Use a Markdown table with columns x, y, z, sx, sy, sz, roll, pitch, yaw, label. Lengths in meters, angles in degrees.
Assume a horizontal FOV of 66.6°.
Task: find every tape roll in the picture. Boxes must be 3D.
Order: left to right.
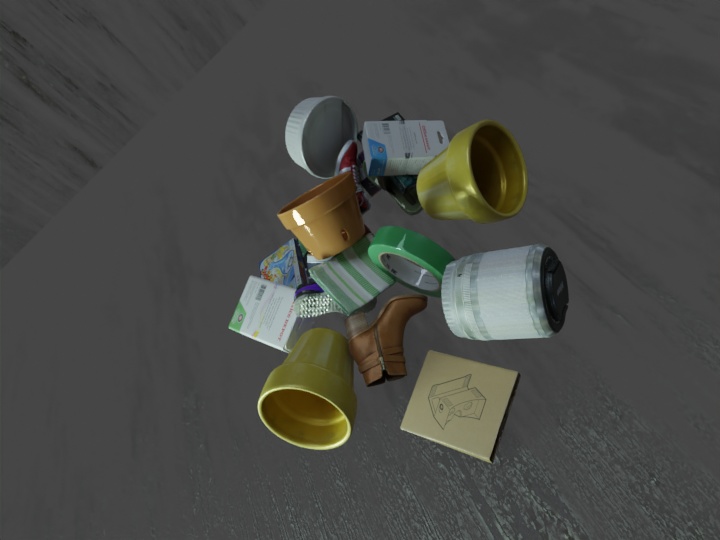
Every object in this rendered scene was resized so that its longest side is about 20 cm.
| x | y | z | sx | sy | sz | roll | pitch | yaw | label |
| --- | --- | --- | --- | --- | --- | --- | --- | --- | --- |
| 0.112 | -0.015 | 1.143 | 0.198 | 0.200 | 0.049 | 13 | 66 | 44 | tape roll |

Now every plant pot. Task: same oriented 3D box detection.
| x | y | z | sx | sy | sz | roll | pitch | yaw | label |
| --- | --- | --- | --- | --- | --- | --- | --- | --- | --- |
| -0.094 | 0.234 | 1.147 | 0.197 | 0.202 | 0.191 | -19 | 33 | 27 | plant pot |
| -0.078 | -0.120 | 1.281 | 0.197 | 0.142 | 0.201 | -26 | 16 | 8 | plant pot |
| 0.230 | -0.195 | 1.190 | 0.187 | 0.199 | 0.204 | -13 | 50 | 52 | plant pot |

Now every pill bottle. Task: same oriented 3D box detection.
| x | y | z | sx | sy | sz | roll | pitch | yaw | label |
| --- | --- | --- | --- | --- | --- | --- | --- | --- | --- |
| 0.034 | -0.271 | 1.466 | 0.199 | 0.112 | 0.113 | -38 | 43 | 12 | pill bottle |

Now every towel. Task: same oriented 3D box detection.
| x | y | z | sx | sy | sz | roll | pitch | yaw | label |
| --- | --- | --- | --- | --- | --- | --- | --- | --- | --- |
| 0.000 | 0.000 | 1.250 | 0.198 | 0.024 | 0.152 | -32 | 60 | -29 | towel |

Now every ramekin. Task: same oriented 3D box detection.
| x | y | z | sx | sy | sz | roll | pitch | yaw | label |
| --- | --- | --- | --- | --- | --- | --- | --- | --- | --- |
| -0.104 | -0.344 | 1.394 | 0.093 | 0.203 | 0.205 | 24 | 75 | 39 | ramekin |

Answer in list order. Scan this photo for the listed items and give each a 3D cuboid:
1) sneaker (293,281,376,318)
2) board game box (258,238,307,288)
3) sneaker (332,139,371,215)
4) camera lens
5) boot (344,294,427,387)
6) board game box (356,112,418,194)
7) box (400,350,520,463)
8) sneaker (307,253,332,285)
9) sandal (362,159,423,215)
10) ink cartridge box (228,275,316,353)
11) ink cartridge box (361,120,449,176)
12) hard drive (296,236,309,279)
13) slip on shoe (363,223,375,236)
| x | y | z | sx | sy | sz | roll | pitch | yaw | label |
| --- | --- | --- | --- | --- | --- | --- | --- | --- | --- |
| -0.061 | 0.053 | 1.277 | 0.195 | 0.071 | 0.100 | 0 | 31 | -11 | sneaker |
| -0.214 | 0.021 | 1.510 | 0.134 | 0.034 | 0.202 | -33 | 44 | 16 | board game box |
| -0.015 | -0.220 | 1.379 | 0.110 | 0.071 | 0.205 | 17 | 93 | 23 | sneaker |
| 0.266 | 0.043 | 1.000 | 0.196 | 0.160 | 0.163 | -8 | 54 | 35 | camera lens |
| 0.072 | 0.144 | 1.152 | 0.196 | 0.077 | 0.158 | -18 | 61 | -8 | boot |
| 0.099 | -0.295 | 1.361 | 0.134 | 0.028 | 0.201 | -29 | 69 | -21 | board game box |
| 0.183 | 0.246 | 1.021 | 0.197 | 0.021 | 0.166 | 7 | 65 | 42 | box |
| -0.039 | 0.018 | 1.345 | 0.195 | 0.070 | 0.112 | 4 | 90 | 14 | sneaker |
| 0.084 | -0.223 | 1.367 | 0.201 | 0.057 | 0.080 | 44 | 99 | 18 | sandal |
| -0.214 | 0.113 | 1.372 | 0.197 | 0.084 | 0.148 | 14 | 76 | 34 | ink cartridge box |
| 0.108 | -0.292 | 1.304 | 0.195 | 0.067 | 0.118 | -3 | 60 | -10 | ink cartridge box |
| -0.114 | -0.086 | 1.472 | 0.141 | 0.037 | 0.202 | -55 | 37 | 27 | hard drive |
| -0.007 | -0.093 | 1.392 | 0.073 | 0.062 | 0.200 | -24 | 37 | -18 | slip on shoe |
